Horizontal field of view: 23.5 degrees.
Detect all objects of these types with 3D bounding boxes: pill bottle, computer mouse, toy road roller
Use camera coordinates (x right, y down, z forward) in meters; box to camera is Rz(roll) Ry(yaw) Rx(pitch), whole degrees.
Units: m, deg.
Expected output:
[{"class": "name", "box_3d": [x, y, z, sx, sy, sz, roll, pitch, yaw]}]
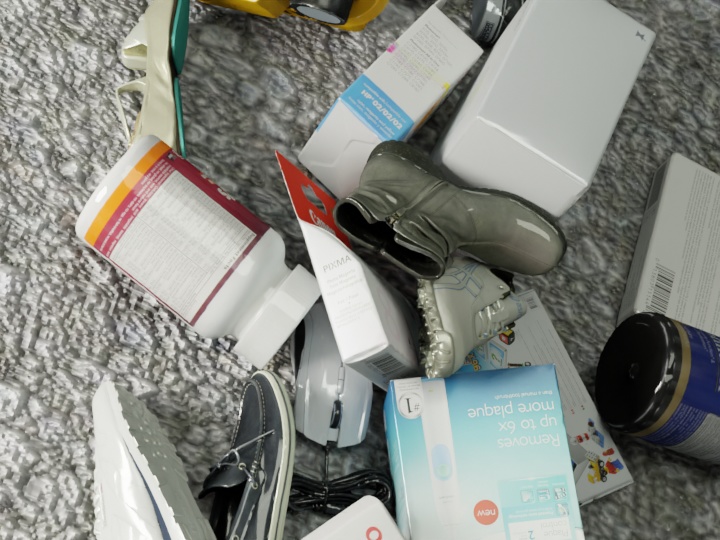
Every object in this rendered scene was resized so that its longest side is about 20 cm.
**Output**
[{"class": "pill bottle", "box_3d": [0.322, 0.118, 1.588, 0.198, 0.112, 0.113, 19, 58, -26]}, {"class": "computer mouse", "box_3d": [-0.025, 0.112, 1.487, 0.109, 0.044, 0.202, 8, 62, -19]}, {"class": "pill bottle", "box_3d": [-0.134, -0.013, 1.465, 0.199, 0.110, 0.110, 38, 56, -1]}, {"class": "toy road roller", "box_3d": [-0.059, -0.292, 1.642, 0.198, 0.146, 0.124, 15, 85, 21]}]

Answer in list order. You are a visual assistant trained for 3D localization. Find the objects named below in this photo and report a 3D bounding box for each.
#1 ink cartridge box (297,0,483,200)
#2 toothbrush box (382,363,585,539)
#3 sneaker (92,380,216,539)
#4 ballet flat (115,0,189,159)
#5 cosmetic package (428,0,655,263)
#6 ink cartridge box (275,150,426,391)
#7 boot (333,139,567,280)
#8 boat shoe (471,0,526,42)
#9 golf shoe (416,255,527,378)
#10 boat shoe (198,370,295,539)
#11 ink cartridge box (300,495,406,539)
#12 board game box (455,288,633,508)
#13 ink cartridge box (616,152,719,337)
[{"class": "ink cartridge box", "box_3d": [0.039, -0.166, 1.616, 0.068, 0.115, 0.200, 42, 56, 1]}, {"class": "toothbrush box", "box_3d": [0.103, 0.191, 1.450, 0.145, 0.085, 0.202, -5, 70, -6]}, {"class": "sneaker", "box_3d": [-0.181, 0.177, 1.370, 0.076, 0.080, 0.201, 35, 24, -53]}, {"class": "ballet flat", "box_3d": [-0.188, -0.177, 1.559, 0.069, 0.070, 0.202, 8, 62, -20]}, {"class": "cosmetic package", "box_3d": [0.150, -0.129, 1.595, 0.122, 0.200, 0.200, 32, 56, -5]}, {"class": "ink cartridge box", "box_3d": [0.000, 0.000, 1.493, 0.057, 0.162, 0.202, -19, 70, 13]}, {"class": "boot", "box_3d": [0.074, -0.025, 1.472, 0.199, 0.068, 0.131, 26, 34, -2]}, {"class": "boat shoe", "box_3d": [0.159, -0.319, 1.771, 0.067, 0.074, 0.201, 13, 60, -12]}, {"class": "golf shoe", "box_3d": [0.095, 0.032, 1.482, 0.096, 0.079, 0.200, 0, 22, 4]}, {"class": "boat shoe", "box_3d": [-0.096, 0.173, 1.409, 0.062, 0.075, 0.202, 16, 64, -22]}, {"class": "ink cartridge box", "box_3d": [-0.031, 0.285, 1.320, 0.199, 0.083, 0.147, -34, 88, -8]}, {"class": "board game box", "box_3d": [0.147, 0.126, 1.561, 0.125, 0.035, 0.201, -17, 72, -29]}, {"class": "ink cartridge box", "box_3d": [0.355, 0.005, 1.708, 0.175, 0.045, 0.201, 26, 58, -9]}]
